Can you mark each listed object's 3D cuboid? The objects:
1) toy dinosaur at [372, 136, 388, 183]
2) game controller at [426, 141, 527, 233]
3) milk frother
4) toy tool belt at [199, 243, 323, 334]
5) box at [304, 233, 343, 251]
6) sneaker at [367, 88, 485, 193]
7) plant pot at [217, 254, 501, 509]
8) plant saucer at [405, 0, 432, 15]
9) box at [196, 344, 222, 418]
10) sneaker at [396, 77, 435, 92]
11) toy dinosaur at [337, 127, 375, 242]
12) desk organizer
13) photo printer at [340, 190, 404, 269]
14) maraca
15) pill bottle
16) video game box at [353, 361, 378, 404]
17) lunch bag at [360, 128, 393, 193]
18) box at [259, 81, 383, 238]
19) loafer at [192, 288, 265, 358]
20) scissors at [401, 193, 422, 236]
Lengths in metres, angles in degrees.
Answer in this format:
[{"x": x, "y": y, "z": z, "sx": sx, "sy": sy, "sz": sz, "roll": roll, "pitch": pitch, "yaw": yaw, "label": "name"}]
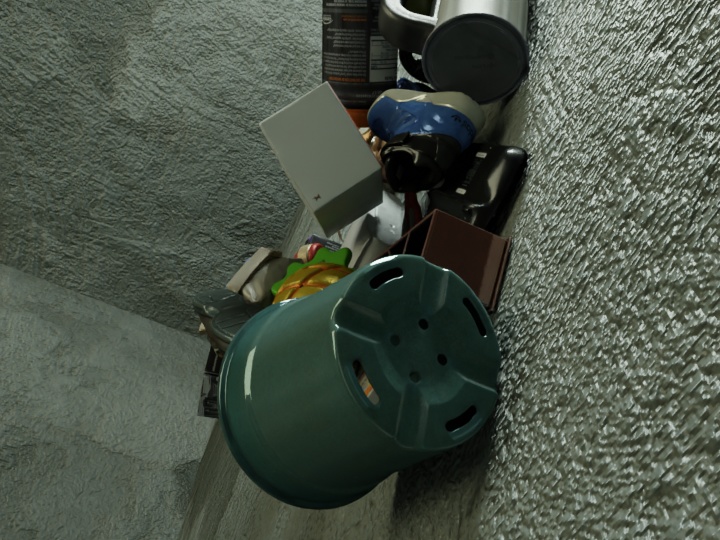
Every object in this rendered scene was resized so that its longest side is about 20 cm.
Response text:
[{"x": 0.049, "y": -0.162, "z": 1.097, "sx": 0.200, "sy": 0.085, "sz": 0.137, "roll": -37, "pitch": 32, "yaw": 64, "label": "toy dinosaur"}, {"x": 0.119, "y": -0.088, "z": 0.754, "sx": 0.105, "sy": 0.042, "sz": 0.200, "roll": -53, "pitch": 13, "yaw": 5, "label": "game controller"}, {"x": 0.118, "y": -0.270, "z": 0.859, "sx": 0.201, "sy": 0.179, "sz": 0.189, "roll": 74, "pitch": -156, "yaw": -48, "label": "milk frother"}, {"x": -0.135, "y": 0.026, "z": 0.987, "sx": 0.122, "sy": 0.126, "sz": 0.200, "roll": -9, "pitch": 26, "yaw": 27, "label": "toy tool belt"}, {"x": -0.073, "y": 0.054, "z": 1.210, "sx": 0.122, "sy": 0.105, "sz": 0.202, "roll": 158, "pitch": 132, "yaw": -78, "label": "box"}, {"x": 0.049, "y": -0.149, "z": 0.834, "sx": 0.112, "sy": 0.077, "sz": 0.199, "roll": -54, "pitch": 34, "yaw": -13, "label": "sneaker"}, {"x": 0.002, "y": 0.090, "z": 0.597, "sx": 0.196, "sy": 0.199, "sz": 0.202, "roll": -36, "pitch": 33, "yaw": 56, "label": "plant pot"}, {"x": 0.143, "y": -0.395, "z": 0.938, "sx": 0.031, "sy": 0.199, "sz": 0.201, "roll": 51, "pitch": 130, "yaw": 28, "label": "plant saucer"}, {"x": -0.108, "y": 0.134, "z": 0.845, "sx": 0.200, "sy": 0.156, "sz": 0.050, "roll": -149, "pitch": 69, "yaw": -80, "label": "box"}, {"x": 0.106, "y": -0.191, "z": 0.940, "sx": 0.070, "sy": 0.077, "sz": 0.201, "roll": -58, "pitch": 36, "yaw": 32, "label": "sneaker"}, {"x": -0.025, "y": -0.159, "z": 1.092, "sx": 0.201, "sy": 0.060, "sz": 0.107, "roll": -63, "pitch": 31, "yaw": 28, "label": "toy dinosaur"}, {"x": 0.063, "y": 0.012, "z": 0.703, "sx": 0.200, "sy": 0.076, "sz": 0.072, "roll": 140, "pitch": 150, "yaw": -68, "label": "desk organizer"}, {"x": 0.000, "y": 0.000, "z": 1.054, "sx": 0.167, "sy": 0.069, "sz": 0.201, "roll": -86, "pitch": 21, "yaw": -58, "label": "photo printer"}, {"x": -0.049, "y": 0.040, "z": 0.834, "sx": 0.136, "sy": 0.107, "sz": 0.201, "roll": -24, "pitch": 37, "yaw": 4, "label": "maraca"}, {"x": -0.001, "y": -0.298, "z": 0.956, "sx": 0.106, "sy": 0.105, "sz": 0.202, "roll": -98, "pitch": 9, "yaw": -69, "label": "pill bottle"}, {"x": 0.000, "y": 0.139, "z": 0.854, "sx": 0.183, "sy": 0.046, "sz": 0.201, "roll": -85, "pitch": 20, "yaw": -51, "label": "video game box"}, {"x": -0.013, "y": -0.215, "z": 1.278, "sx": 0.201, "sy": 0.166, "sz": 0.140, "roll": -88, "pitch": 23, "yaw": -62, "label": "lunch bag"}, {"x": -0.043, "y": -0.131, "z": 0.902, "sx": 0.097, "sy": 0.125, "sz": 0.200, "roll": -32, "pitch": -6, "yaw": -1, "label": "box"}, {"x": -0.142, "y": 0.072, "z": 0.815, "sx": 0.200, "sy": 0.071, "sz": 0.064, "roll": 26, "pitch": 125, "yaw": 61, "label": "loafer"}, {"x": 0.066, "y": -0.118, "z": 0.911, "sx": 0.073, "sy": 0.014, "sz": 0.202, "roll": -159, "pitch": 68, "yaw": -79, "label": "scissors"}]
